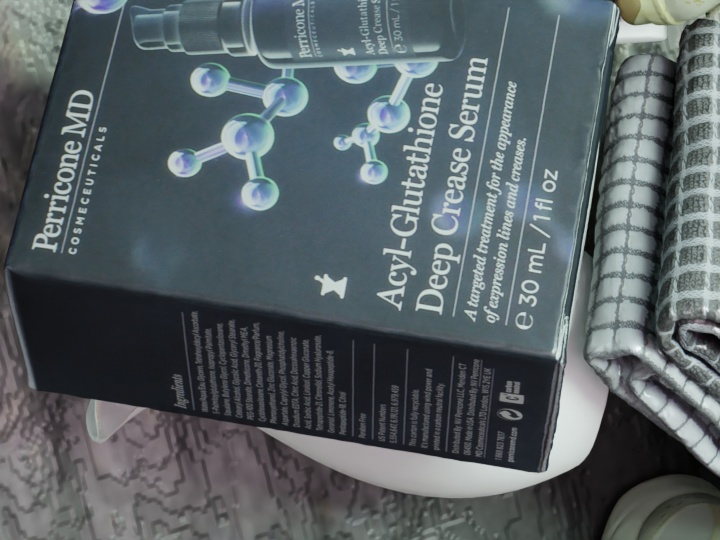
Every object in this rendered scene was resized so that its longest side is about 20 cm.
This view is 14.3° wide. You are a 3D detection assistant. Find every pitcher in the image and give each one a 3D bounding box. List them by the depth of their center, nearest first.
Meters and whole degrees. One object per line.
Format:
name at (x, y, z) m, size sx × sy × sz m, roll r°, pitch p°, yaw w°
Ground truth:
pitcher at (0.000, 0.000, 1.161) m, size 0.199 × 0.121 × 0.172 m, roll 9°, pitch 83°, yaw -8°

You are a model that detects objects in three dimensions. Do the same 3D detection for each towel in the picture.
towel at (0.182, 0.013, 1.170) m, size 0.200 × 0.085 × 0.166 m, roll 37°, pitch 42°, yaw -31°

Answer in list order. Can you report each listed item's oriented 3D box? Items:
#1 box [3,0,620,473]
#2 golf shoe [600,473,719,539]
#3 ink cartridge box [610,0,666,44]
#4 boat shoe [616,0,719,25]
box at (-0.015, -0.026, 1.061) m, size 0.199 × 0.107 × 0.149 m, roll 8°, pitch 64°, yaw 5°
golf shoe at (0.137, 0.192, 1.236) m, size 0.075 × 0.092 × 0.201 m, roll 0°, pitch 98°, yaw -20°
ink cartridge box at (0.041, -0.190, 1.161) m, size 0.146 × 0.084 × 0.201 m, roll -6°, pitch 99°, yaw -19°
boat shoe at (0.162, -0.140, 1.163) m, size 0.063 × 0.201 × 0.073 m, roll 1°, pitch 103°, yaw 26°
